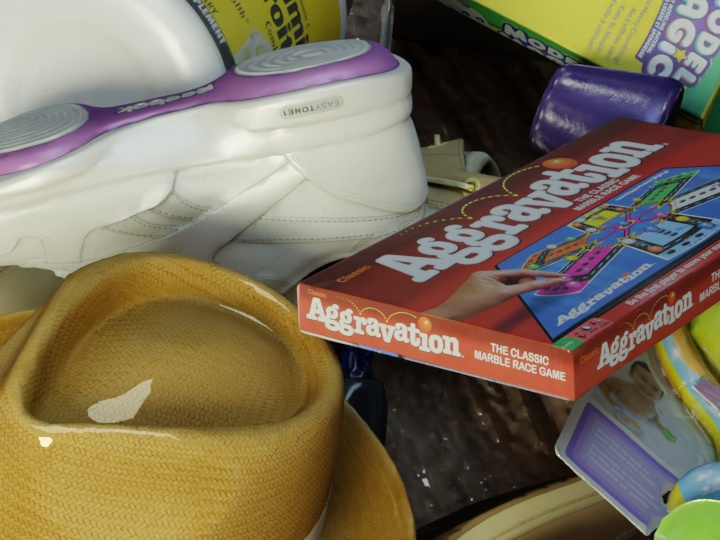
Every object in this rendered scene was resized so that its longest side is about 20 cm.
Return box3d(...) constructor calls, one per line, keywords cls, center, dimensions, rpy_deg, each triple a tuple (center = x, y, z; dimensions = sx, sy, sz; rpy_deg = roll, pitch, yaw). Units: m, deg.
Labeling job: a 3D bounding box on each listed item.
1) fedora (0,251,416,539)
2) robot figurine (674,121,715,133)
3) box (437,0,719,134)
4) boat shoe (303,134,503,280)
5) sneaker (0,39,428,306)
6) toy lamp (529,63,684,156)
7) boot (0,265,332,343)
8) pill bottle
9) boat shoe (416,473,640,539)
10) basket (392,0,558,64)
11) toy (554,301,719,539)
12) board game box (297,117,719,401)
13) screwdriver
box3d(cls="fedora", center=(-0.066, 0.053, 0.756), dimensions=(0.199, 0.082, 0.201), rpy_deg=(13, 37, -10))
box3d(cls="robot figurine", center=(0.169, 0.002, 0.980), dimensions=(0.198, 0.058, 0.146), rpy_deg=(1, 45, -9))
box3d(cls="box", center=(0.101, -0.140, 0.987), dimensions=(0.199, 0.048, 0.118), rpy_deg=(28, 88, 7))
box3d(cls="boat shoe", center=(0.036, -0.014, 0.937), dimensions=(0.199, 0.074, 0.067), rpy_deg=(18, 70, 29))
box3d(cls="sneaker", center=(-0.071, -0.014, 0.855), dimensions=(0.199, 0.100, 0.075), rpy_deg=(-12, 19, 6))
box3d(cls="toy lamp", center=(0.161, -0.025, 0.926), dimensions=(0.199, 0.058, 0.058), rpy_deg=(25, 47, 11))
box3d(cls="boot", center=(-0.107, 0.061, 0.867), dimensions=(0.154, 0.073, 0.200), rpy_deg=(17, 44, 8))
box3d(cls="pill bottle", center=(-0.071, -0.096, 0.981), dimensions=(0.111, 0.113, 0.200), rpy_deg=(20, 27, 11))
box3d(cls="boat shoe", center=(0.027, 0.125, 0.838), dimensions=(0.199, 0.071, 0.065), rpy_deg=(-24, 89, -29))
box3d(cls="basket", center=(0.115, -0.154, 1.080), dimensions=(0.198, 0.137, 0.181), rpy_deg=(4, 37, 1))
box3d(cls="toy", center=(0.139, 0.038, 0.802), dimensions=(0.115, 0.047, 0.200), rpy_deg=(40, 34, -3))
box3d(cls="board game box", center=(0.079, -0.010, 0.807), dimensions=(0.102, 0.020, 0.200), rpy_deg=(11, 25, 34))
box3d(cls="screwdriver", center=(0.000, 0.000, 0.898), dimensions=(0.028, 0.029, 0.202), rpy_deg=(6, 81, -17))
